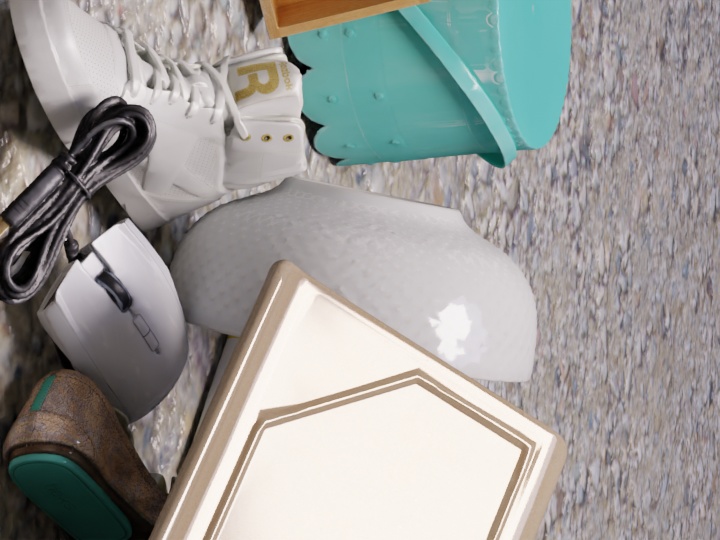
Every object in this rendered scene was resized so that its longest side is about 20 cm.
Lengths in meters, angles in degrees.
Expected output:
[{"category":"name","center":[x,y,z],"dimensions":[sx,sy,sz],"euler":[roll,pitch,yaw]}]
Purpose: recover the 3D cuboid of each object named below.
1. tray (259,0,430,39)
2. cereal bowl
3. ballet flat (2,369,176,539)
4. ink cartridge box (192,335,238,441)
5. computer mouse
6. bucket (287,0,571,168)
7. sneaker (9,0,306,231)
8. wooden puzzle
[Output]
[{"category":"tray","center":[-0.028,-0.237,1.486],"dimensions":[0.037,0.098,0.201],"euler":[-99,176,-57]},{"category":"cereal bowl","center":[0.000,0.000,1.358],"dimensions":[0.200,0.199,0.084],"euler":[5,97,-70]},{"category":"ballet flat","center":[-0.117,0.118,1.293],"dimensions":[0.200,0.068,0.067],"euler":[68,22,-49]},{"category":"ink cartridge box","center":[-0.023,0.085,1.520],"dimensions":[0.145,0.084,0.200],"euler":[68,28,-44]},{"category":"computer mouse","center":[-0.119,0.014,1.260],"dimensions":[0.110,0.044,0.200],"euler":[-52,150,-22]},{"category":"bucket","center":[0.048,-0.162,1.648],"dimensions":[0.207,0.134,0.208],"euler":[0,90,-70]},{"category":"sneaker","center":[-0.090,-0.093,1.276],"dimensions":[0.200,0.115,0.074],"euler":[52,22,-63]},{"category":"wooden puzzle","center":[-0.005,0.120,1.233],"dimensions":[0.200,0.037,0.186],"euler":[34,67,-27]}]
